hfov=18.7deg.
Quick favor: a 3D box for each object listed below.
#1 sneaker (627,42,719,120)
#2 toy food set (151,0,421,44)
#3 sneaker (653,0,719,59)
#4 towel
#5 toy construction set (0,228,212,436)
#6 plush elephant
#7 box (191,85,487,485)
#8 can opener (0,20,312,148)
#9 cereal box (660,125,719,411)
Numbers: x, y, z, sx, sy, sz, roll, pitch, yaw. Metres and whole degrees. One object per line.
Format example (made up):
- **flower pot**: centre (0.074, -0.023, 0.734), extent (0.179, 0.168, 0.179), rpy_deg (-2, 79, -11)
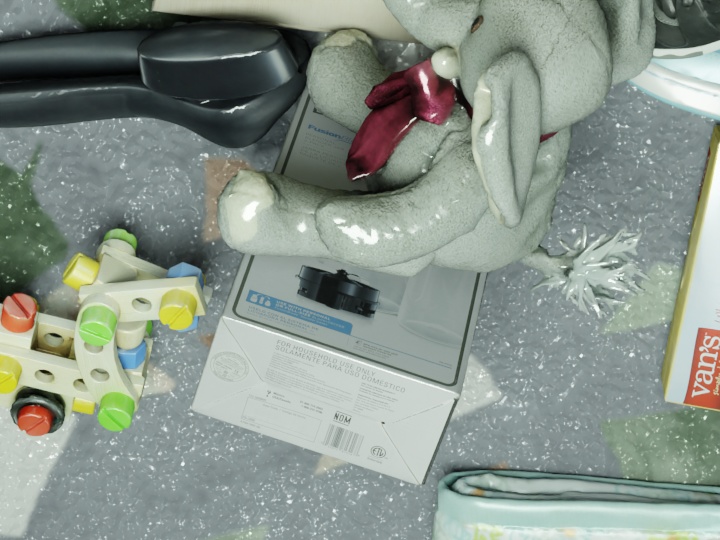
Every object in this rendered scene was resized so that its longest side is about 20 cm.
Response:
- **sneaker**: centre (0.227, -0.134, 1.048), extent (0.199, 0.080, 0.131), rpy_deg (5, 111, -7)
- **toy food set**: centre (-0.018, -0.212, 1.060), extent (0.143, 0.060, 0.201), rpy_deg (7, 111, -9)
- **sneaker**: centre (0.182, -0.144, 0.978), extent (0.199, 0.088, 0.076), rpy_deg (-2, 81, 17)
- **towel**: centre (0.135, 0.197, 1.183), extent (0.199, 0.048, 0.172), rpy_deg (4, 108, 4)
- **toy construction set**: centre (-0.180, 0.016, 1.126), extent (0.199, 0.092, 0.131), rpy_deg (24, 134, 5)
- **plush elephant**: centre (0.049, -0.078, 0.969), extent (0.199, 0.165, 0.155), rpy_deg (24, 131, 14)
- **box**: centre (0.000, 0.000, 1.044), extent (0.116, 0.200, 0.060), rpy_deg (19, 128, -1)
- **can opener**: centre (-0.120, -0.101, 1.099), extent (0.199, 0.064, 0.079), rpy_deg (0, 138, 18)
- **cereal box**: centre (0.263, 0.013, 1.113), extent (0.199, 0.040, 0.145), rpy_deg (11, 109, 2)
